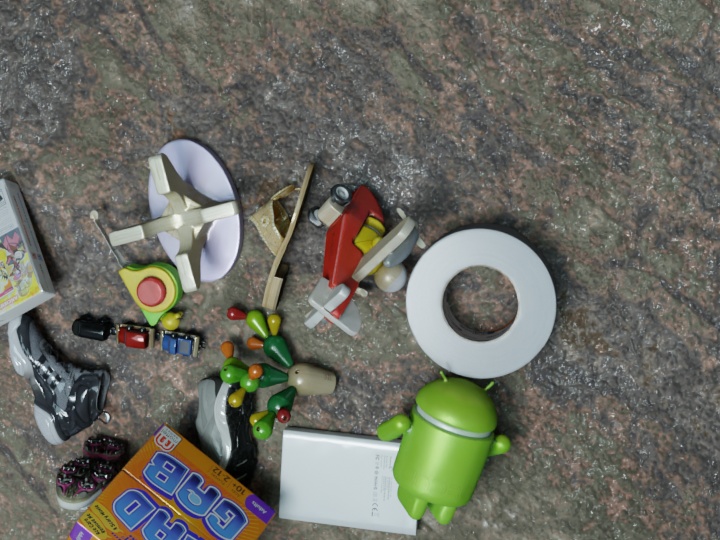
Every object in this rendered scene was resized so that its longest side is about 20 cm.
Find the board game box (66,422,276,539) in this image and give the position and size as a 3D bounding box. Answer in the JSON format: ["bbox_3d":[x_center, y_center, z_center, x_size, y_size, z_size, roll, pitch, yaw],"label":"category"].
[{"bbox_3d":[-0.275,0.378,1.642,0.200,0.200,0.200,38,135,3],"label":"board game box"}]

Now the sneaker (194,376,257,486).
[{"bbox_3d":[-0.197,0.243,1.717,0.079,0.074,0.202,10,105,33],"label":"sneaker"}]

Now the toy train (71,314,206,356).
[{"bbox_3d":[-0.318,0.093,1.718,0.198,0.046,0.034,8,101,9],"label":"toy train"}]

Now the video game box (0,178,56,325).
[{"bbox_3d":[-0.548,-0.004,1.718,0.199,0.047,0.183,-27,72,14],"label":"video game box"}]

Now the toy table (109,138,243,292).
[{"bbox_3d":[-0.240,-0.074,1.640,0.183,0.117,0.201,-25,95,13],"label":"toy table"}]

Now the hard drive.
[{"bbox_3d":[-0.014,0.298,1.707,0.198,0.027,0.133,5,101,9],"label":"hard drive"}]

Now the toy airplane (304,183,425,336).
[{"bbox_3d":[0.000,0.000,1.574,0.140,0.200,0.200,22,97,-24],"label":"toy airplane"}]

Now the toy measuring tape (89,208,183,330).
[{"bbox_3d":[-0.302,-0.009,1.687,0.073,0.074,0.201,-28,94,13],"label":"toy measuring tape"}]

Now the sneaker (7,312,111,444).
[{"bbox_3d":[-0.427,0.142,1.736,0.113,0.075,0.201,-18,96,6],"label":"sneaker"}]

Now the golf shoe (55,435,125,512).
[{"bbox_3d":[-0.377,0.303,1.685,0.072,0.200,0.093,12,100,3],"label":"golf shoe"}]

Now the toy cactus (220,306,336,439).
[{"bbox_3d":[-0.111,0.137,1.651,0.164,0.201,0.103,9,131,-25],"label":"toy cactus"}]

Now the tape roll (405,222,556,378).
[{"bbox_3d":[0.162,0.039,1.611,0.199,0.066,0.202,2,100,9],"label":"tape roll"}]

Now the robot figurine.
[{"bbox_3d":[0.113,0.232,1.606,0.174,0.116,0.201,13,103,-18],"label":"robot figurine"}]

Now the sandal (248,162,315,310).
[{"bbox_3d":[-0.122,-0.052,1.642,0.069,0.078,0.213,16,107,1],"label":"sandal"}]
